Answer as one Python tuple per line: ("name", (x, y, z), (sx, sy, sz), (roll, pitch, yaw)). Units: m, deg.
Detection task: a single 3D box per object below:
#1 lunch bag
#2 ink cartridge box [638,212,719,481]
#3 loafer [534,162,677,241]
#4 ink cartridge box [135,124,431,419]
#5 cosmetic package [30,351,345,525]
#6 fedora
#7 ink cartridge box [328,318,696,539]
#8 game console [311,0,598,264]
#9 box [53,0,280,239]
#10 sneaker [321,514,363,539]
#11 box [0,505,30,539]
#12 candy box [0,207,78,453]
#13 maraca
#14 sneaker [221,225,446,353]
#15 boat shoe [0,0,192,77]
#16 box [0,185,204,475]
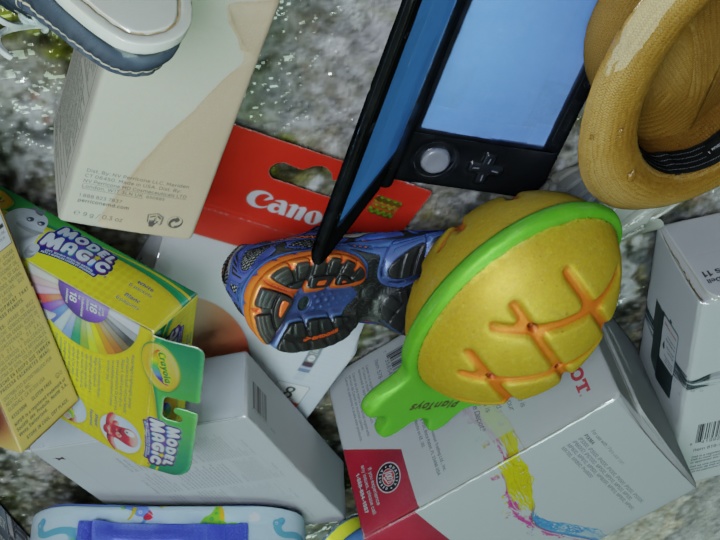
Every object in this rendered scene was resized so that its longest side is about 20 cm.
("lunch bag", (-0.138, 0.224, 0.935), (0.199, 0.083, 0.161), (1, 148, -7))
("ink cartridge box", (0.284, 0.050, 0.941), (0.146, 0.083, 0.201), (-11, 134, -9))
("loafer", (0.168, -0.045, 0.837), (0.200, 0.070, 0.070), (-38, 123, 20))
("ink cartridge box", (-0.063, 0.011, 0.849), (0.161, 0.050, 0.200), (16, 130, -27))
("cosmetic package", (-0.111, 0.129, 0.898), (0.150, 0.052, 0.200), (-12, 148, 13))
("fedora", (0.184, -0.129, 0.719), (0.200, 0.082, 0.201), (-21, 141, -18))
("ink cartridge box", (0.105, 0.113, 0.917), (0.199, 0.146, 0.145), (-31, 133, 16))
("game console", (0.071, -0.100, 0.729), (0.175, 0.117, 0.201), (7, 131, -19))
("box", (-0.101, -0.123, 0.682), (0.077, 0.095, 0.201), (9, 131, -22))
("sneaker", (0.036, 0.227, 1.004), (0.066, 0.078, 0.200), (-56, 157, 13))
("box", (-0.354, 0.189, 0.944), (0.157, 0.050, 0.201), (-19, 134, 4))
("candy box", (-0.245, 0.000, 0.721), (0.116, 0.056, 0.201), (6, 125, 33))
("maraca", (0.078, 0.032, 0.773), (0.137, 0.107, 0.200), (3, 135, -41))
("sneaker", (0.000, 0.000, 0.812), (0.199, 0.078, 0.076), (1, 112, -41))
("boat shoe", (-0.147, -0.143, 0.587), (0.075, 0.200, 0.062), (-21, 145, -44))
("box", (-0.170, 0.032, 0.765), (0.199, 0.048, 0.118), (29, 134, 17))
